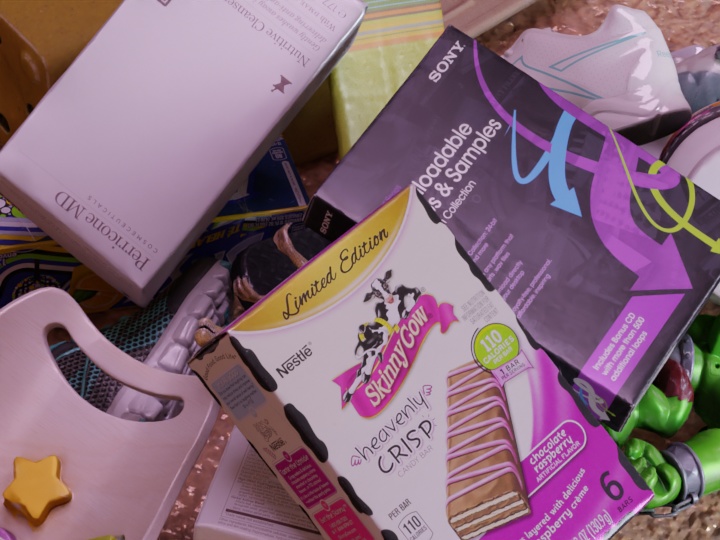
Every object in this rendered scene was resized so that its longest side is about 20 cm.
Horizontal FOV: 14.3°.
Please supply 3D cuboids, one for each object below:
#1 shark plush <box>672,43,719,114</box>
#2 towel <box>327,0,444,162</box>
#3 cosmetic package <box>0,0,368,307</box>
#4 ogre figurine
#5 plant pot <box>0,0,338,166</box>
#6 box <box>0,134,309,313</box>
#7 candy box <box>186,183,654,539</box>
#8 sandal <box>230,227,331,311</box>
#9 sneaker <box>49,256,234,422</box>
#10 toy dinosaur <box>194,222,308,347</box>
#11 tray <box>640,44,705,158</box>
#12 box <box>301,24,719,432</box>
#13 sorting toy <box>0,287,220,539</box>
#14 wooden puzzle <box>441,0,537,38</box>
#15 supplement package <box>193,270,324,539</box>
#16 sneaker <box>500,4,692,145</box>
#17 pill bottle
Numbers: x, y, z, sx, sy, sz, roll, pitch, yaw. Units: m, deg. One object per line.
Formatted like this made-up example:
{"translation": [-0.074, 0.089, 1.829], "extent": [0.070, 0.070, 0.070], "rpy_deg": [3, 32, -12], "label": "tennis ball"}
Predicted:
{"translation": [0.236, -0.102, 1.781], "extent": [0.199, 0.091, 0.084], "rpy_deg": [4, 74, -11], "label": "shark plush"}
{"translation": [0.015, -0.104, 1.654], "extent": [0.086, 0.201, 0.018], "rpy_deg": [-12, 5, -34], "label": "towel"}
{"translation": [-0.100, -0.092, 1.568], "extent": [0.113, 0.081, 0.200], "rpy_deg": [36, 79, 1], "label": "cosmetic package"}
{"translation": [0.180, 0.069, 1.597], "extent": [0.119, 0.099, 0.200], "rpy_deg": [1, 10, -8], "label": "ogre figurine"}
{"translation": [-0.138, -0.154, 1.730], "extent": [0.200, 0.196, 0.194], "rpy_deg": [-29, 55, -25], "label": "plant pot"}
{"translation": [-0.133, -0.024, 1.678], "extent": [0.199, 0.064, 0.070], "rpy_deg": [-9, 46, -16], "label": "box"}
{"translation": [0.031, 0.078, 1.405], "extent": [0.136, 0.061, 0.200], "rpy_deg": [-39, 90, -29], "label": "candy box"}
{"translation": [0.000, 0.000, 1.674], "extent": [0.199, 0.045, 0.075], "rpy_deg": [-12, 67, -39], "label": "sandal"}
{"translation": [-0.136, 0.054, 1.593], "extent": [0.091, 0.078, 0.200], "rpy_deg": [17, 43, 15], "label": "sneaker"}
{"translation": [0.005, 0.029, 1.506], "extent": [0.199, 0.058, 0.102], "rpy_deg": [2, 57, -14], "label": "toy dinosaur"}
{"translation": [0.165, -0.079, 1.806], "extent": [0.199, 0.022, 0.107], "rpy_deg": [-20, 51, -26], "label": "tray"}
{"translation": [0.089, -0.025, 1.505], "extent": [0.200, 0.036, 0.143], "rpy_deg": [32, 58, 8], "label": "box"}
{"translation": [-0.167, 0.101, 1.477], "extent": [0.200, 0.107, 0.180], "rpy_deg": [30, 69, 21], "label": "sorting toy"}
{"translation": [0.026, -0.204, 1.902], "extent": [0.200, 0.046, 0.185], "rpy_deg": [-35, 58, -30], "label": "wooden puzzle"}
{"translation": [-0.011, 0.112, 1.523], "extent": [0.113, 0.110, 0.200], "rpy_deg": [14, 44, 7], "label": "supplement package"}
{"translation": [0.101, -0.097, 1.706], "extent": [0.070, 0.200, 0.081], "rpy_deg": [3, 71, -61], "label": "sneaker"}
{"translation": [0.226, -0.037, 1.643], "extent": [0.116, 0.117, 0.200], "rpy_deg": [11, 7, 3], "label": "pill bottle"}
